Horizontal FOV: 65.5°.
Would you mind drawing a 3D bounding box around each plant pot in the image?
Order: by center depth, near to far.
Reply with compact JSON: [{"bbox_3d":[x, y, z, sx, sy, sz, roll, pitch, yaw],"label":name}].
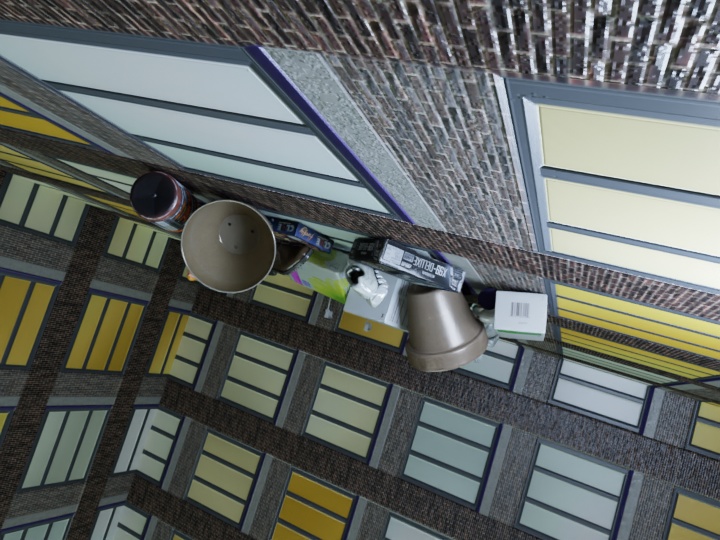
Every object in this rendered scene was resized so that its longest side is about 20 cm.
[{"bbox_3d":[-0.280,-0.066,1.238,0.199,0.202,0.135,19,-166,-7],"label":"plant pot"},{"bbox_3d":[0.182,0.112,1.304,0.199,0.176,0.200,-18,-163,5],"label":"plant pot"}]

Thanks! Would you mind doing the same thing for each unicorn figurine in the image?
[{"bbox_3d":[0.330,0.109,1.468,0.198,0.074,0.137,17,174,11],"label":"unicorn figurine"}]

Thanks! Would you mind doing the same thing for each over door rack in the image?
[{"bbox_3d":[-0.028,0.072,1.616,0.147,0.202,0.067,16,-159,20],"label":"over door rack"}]

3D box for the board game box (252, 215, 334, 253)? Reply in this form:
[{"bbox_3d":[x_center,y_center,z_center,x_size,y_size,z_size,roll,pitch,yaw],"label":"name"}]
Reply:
[{"bbox_3d":[-0.180,-0.091,1.341,0.199,0.035,0.135,14,173,37],"label":"board game box"}]

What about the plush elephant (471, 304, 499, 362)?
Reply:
[{"bbox_3d":[0.338,0.163,1.653,0.200,0.154,0.165,47,155,37],"label":"plush elephant"}]

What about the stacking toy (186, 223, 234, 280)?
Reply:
[{"bbox_3d":[-0.377,-0.053,1.387,0.110,0.200,0.116,38,-160,-1],"label":"stacking toy"}]

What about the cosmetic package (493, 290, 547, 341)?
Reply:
[{"bbox_3d":[0.353,0.102,1.226,0.107,0.086,0.200,3,169,19],"label":"cosmetic package"}]

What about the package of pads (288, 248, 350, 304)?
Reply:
[{"bbox_3d":[-0.108,-0.006,1.455,0.199,0.068,0.155,22,150,22],"label":"package of pads"}]

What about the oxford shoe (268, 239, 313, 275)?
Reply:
[{"bbox_3d":[-0.192,-0.038,1.355,0.199,0.073,0.085,-9,126,46],"label":"oxford shoe"}]

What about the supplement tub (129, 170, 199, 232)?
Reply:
[{"bbox_3d":[-0.422,-0.145,1.239,0.106,0.108,0.200,18,175,2],"label":"supplement tub"}]

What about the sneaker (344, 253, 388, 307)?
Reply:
[{"bbox_3d":[0.000,0.000,1.257,0.081,0.075,0.200,29,-163,-26],"label":"sneaker"}]

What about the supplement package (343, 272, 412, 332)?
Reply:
[{"bbox_3d":[0.092,0.069,1.437,0.151,0.152,0.199,13,173,45],"label":"supplement package"}]

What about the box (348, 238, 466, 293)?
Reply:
[{"bbox_3d":[0.095,-0.012,1.172,0.199,0.050,0.157,21,175,-25],"label":"box"}]

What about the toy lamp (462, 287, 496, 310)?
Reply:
[{"bbox_3d":[0.273,0.071,1.371,0.058,0.059,0.200,19,174,-8],"label":"toy lamp"}]
